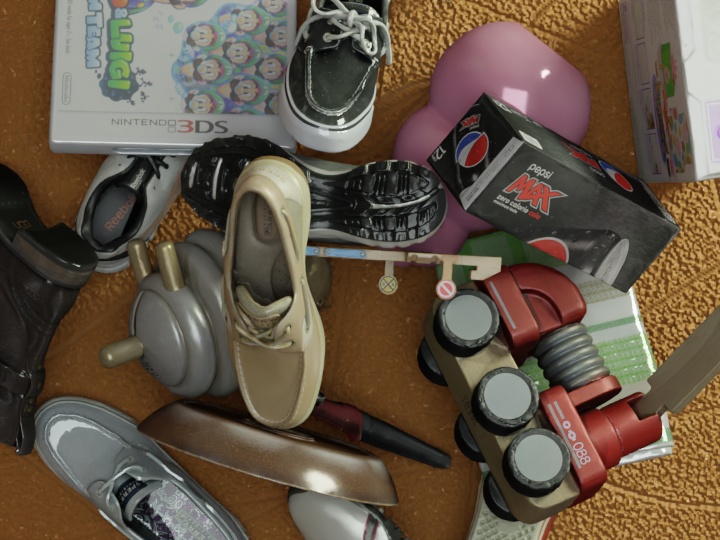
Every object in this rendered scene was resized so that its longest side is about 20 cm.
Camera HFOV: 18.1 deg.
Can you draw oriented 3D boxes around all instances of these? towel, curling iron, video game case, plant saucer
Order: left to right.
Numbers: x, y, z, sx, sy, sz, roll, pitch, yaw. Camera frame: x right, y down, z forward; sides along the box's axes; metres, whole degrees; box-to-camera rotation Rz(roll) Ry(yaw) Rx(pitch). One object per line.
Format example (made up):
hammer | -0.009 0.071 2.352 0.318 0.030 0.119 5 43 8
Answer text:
video game case | -0.138 -0.180 1.694 0.181 0.024 0.201 1 69 -3
plant saucer | -0.064 0.129 1.655 0.199 0.200 0.032 16 89 -4
curling iron | -0.003 0.117 1.696 0.200 0.050 0.026 29 91 -40
towel | 0.145 0.061 1.729 0.149 0.031 0.201 -12 73 -4

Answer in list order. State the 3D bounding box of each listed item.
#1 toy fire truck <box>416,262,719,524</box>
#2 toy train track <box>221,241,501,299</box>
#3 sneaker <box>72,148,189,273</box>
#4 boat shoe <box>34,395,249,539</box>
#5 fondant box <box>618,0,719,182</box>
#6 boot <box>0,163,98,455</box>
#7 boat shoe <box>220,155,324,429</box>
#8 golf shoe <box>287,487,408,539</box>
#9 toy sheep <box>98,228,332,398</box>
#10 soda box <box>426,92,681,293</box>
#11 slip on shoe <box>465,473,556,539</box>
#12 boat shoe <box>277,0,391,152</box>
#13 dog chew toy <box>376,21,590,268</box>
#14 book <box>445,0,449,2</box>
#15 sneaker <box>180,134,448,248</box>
toy fire truck | 0.166 0.066 1.656 0.199 0.129 0.177 -22 73 -16
toy train track | 0.000 0.000 1.622 0.199 0.115 0.033 4 91 -1
sneaker | -0.150 -0.086 1.705 0.074 0.080 0.201 29 88 -2
boat shoe | -0.165 0.166 1.714 0.201 0.072 0.070 38 89 -4
fondant box | 0.243 -0.140 1.666 0.058 0.200 0.145 -7 93 -3
boot | -0.290 0.022 1.695 0.200 0.069 0.175 40 116 30
boat shoe | -0.066 0.024 1.573 0.072 0.065 0.201 5 112 13
golf shoe | 0.005 0.244 1.707 0.200 0.077 0.088 50 58 -1
toy sheep | -0.107 0.029 1.682 0.199 0.138 0.138 -20 93 -24
soda box | 0.143 -0.054 1.642 0.200 0.063 0.071 24 113 -44
slip on shoe | 0.126 0.175 1.742 0.074 0.061 0.201 20 77 9
boat shoe | -0.010 -0.168 1.655 0.073 0.200 0.068 18 133 3
dog chew toy | 0.082 -0.087 1.702 0.124 0.125 0.200 37 97 -4
book | 0.028 -0.317 1.715 0.200 0.048 0.134 37 78 -7
sneaker | -0.034 -0.049 1.641 0.199 0.079 0.074 9 83 9
